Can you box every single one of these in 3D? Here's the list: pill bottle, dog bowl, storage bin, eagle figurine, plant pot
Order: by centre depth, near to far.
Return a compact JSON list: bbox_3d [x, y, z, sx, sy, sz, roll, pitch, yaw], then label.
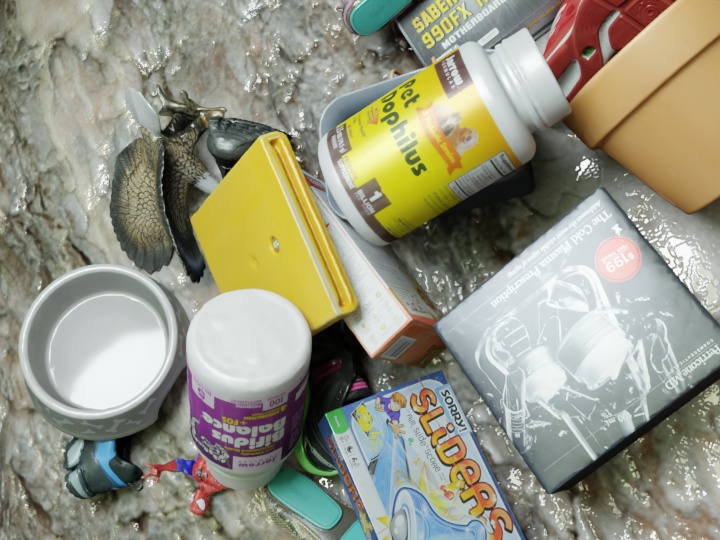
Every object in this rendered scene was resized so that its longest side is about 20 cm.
[{"bbox_3d":[0.070,-0.113,0.729,0.198,0.109,0.111,-30,69,16],"label":"pill bottle"},{"bbox_3d":[0.292,-0.145,0.750,0.199,0.200,0.141,-40,84,12],"label":"plant pot"},{"bbox_3d":[-0.107,0.122,0.825,0.110,0.202,0.113,4,47,-5],"label":"pill bottle"},{"bbox_3d":[0.076,-0.121,0.863,0.197,0.134,0.148,-13,75,21],"label":"storage bin"},{"bbox_3d":[-0.289,0.085,0.984,0.196,0.059,0.203,1,69,-2],"label":"dog bowl"},{"bbox_3d":[-0.217,-0.098,1.000,0.149,0.152,0.203,20,83,6],"label":"eagle figurine"}]

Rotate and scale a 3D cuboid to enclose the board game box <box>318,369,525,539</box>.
[{"bbox_3d":[0.060,0.208,0.818,0.134,0.035,0.202,-17,68,-24],"label":"board game box"}]

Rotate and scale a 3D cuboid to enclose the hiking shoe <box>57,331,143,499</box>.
[{"bbox_3d":[-0.300,0.161,1.026,0.085,0.074,0.204,-10,78,2],"label":"hiking shoe"}]

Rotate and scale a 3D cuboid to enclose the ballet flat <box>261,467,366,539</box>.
[{"bbox_3d":[-0.018,0.269,0.870,0.198,0.068,0.076,26,136,30],"label":"ballet flat"}]

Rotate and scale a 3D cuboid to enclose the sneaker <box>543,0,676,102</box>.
[{"bbox_3d":[0.226,-0.251,0.808,0.200,0.078,0.117,-45,25,46],"label":"sneaker"}]

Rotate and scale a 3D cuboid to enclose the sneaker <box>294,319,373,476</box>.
[{"bbox_3d":[-0.022,0.107,0.896,0.083,0.076,0.204,-3,89,32],"label":"sneaker"}]

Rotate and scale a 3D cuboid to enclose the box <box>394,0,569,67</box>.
[{"bbox_3d":[0.131,-0.303,0.920,0.199,0.048,0.160,-35,68,15],"label":"box"}]

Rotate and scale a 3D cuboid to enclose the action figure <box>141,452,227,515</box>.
[{"bbox_3d":[-0.168,0.164,0.943,0.064,0.099,0.204,8,86,26],"label":"action figure"}]

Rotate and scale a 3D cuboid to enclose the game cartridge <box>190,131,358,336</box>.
[{"bbox_3d":[-0.091,-0.012,0.852,0.200,0.032,0.179,-33,79,56],"label":"game cartridge"}]

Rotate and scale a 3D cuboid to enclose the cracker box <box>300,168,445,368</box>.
[{"bbox_3d":[0.000,0.000,0.874,0.058,0.134,0.201,-42,66,12],"label":"cracker box"}]

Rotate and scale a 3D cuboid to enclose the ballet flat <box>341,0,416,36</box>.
[{"bbox_3d":[0.062,-0.318,0.898,0.198,0.069,0.072,-30,49,17],"label":"ballet flat"}]

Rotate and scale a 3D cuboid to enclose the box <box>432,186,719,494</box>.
[{"bbox_3d":[0.202,0.065,0.786,0.199,0.104,0.183,-41,68,13],"label":"box"}]

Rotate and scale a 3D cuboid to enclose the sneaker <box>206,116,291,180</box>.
[{"bbox_3d":[-0.117,-0.111,0.926,0.075,0.200,0.092,14,95,7],"label":"sneaker"}]
